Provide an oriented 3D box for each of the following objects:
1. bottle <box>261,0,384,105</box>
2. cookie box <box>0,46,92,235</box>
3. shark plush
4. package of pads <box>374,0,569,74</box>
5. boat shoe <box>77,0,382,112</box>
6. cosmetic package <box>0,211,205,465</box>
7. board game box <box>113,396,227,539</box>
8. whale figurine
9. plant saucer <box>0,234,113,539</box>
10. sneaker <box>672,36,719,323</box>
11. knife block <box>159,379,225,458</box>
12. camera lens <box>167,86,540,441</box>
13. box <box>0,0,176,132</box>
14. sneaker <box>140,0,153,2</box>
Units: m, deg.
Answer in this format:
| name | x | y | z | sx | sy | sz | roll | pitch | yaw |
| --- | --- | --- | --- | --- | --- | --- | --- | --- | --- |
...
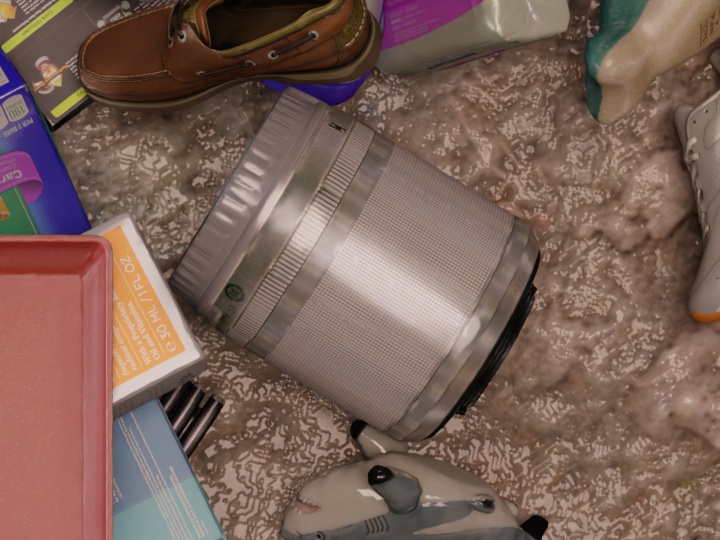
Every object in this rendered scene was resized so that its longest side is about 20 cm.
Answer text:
| name | x | y | z | sx | sy | sz | roll | pitch | yaw |
| --- | --- | --- | --- | --- | --- | --- | --- | --- | --- |
| bottle | -0.021 | -0.198 | 1.445 | 0.083 | 0.200 | 0.065 | 21 | 44 | 9 |
| cookie box | -0.253 | -0.016 | 1.407 | 0.171 | 0.075 | 0.200 | -27 | 131 | -8 |
| shark plush | 0.050 | 0.167 | 1.514 | 0.200 | 0.091 | 0.083 | 18 | 104 | -27 |
| package of pads | 0.053 | -0.232 | 1.474 | 0.068 | 0.154 | 0.201 | -9 | 89 | -30 |
| boat shoe | -0.090 | -0.148 | 1.414 | 0.199 | 0.068 | 0.072 | -9 | 65 | 18 |
| cosmetic package | -0.200 | 0.058 | 1.358 | 0.200 | 0.071 | 0.102 | -28 | 84 | -8 |
| board game box | -0.203 | 0.141 | 1.404 | 0.200 | 0.047 | 0.151 | -25 | 83 | -8 |
| whale figurine | 0.192 | -0.192 | 1.499 | 0.104 | 0.159 | 0.200 | 32 | 73 | 19 |
| plant saucer | -0.237 | 0.082 | 1.297 | 0.199 | 0.037 | 0.201 | -1 | 79 | -4 |
| sneaker | 0.241 | -0.064 | 1.536 | 0.092 | 0.076 | 0.200 | 21 | 77 | 2 |
| knife block | -0.162 | 0.159 | 1.465 | 0.175 | 0.064 | 0.201 | -10 | 87 | -7 |
| camera lens | 0.000 | 0.000 | 1.449 | 0.200 | 0.160 | 0.160 | 31 | 83 | -5 |
| box | -0.182 | -0.224 | 1.497 | 0.200 | 0.048 | 0.193 | -40 | 95 | -9 |
| sneaker | -0.157 | -0.205 | 1.407 | 0.199 | 0.074 | 0.089 | -5 | 89 | 24 |
